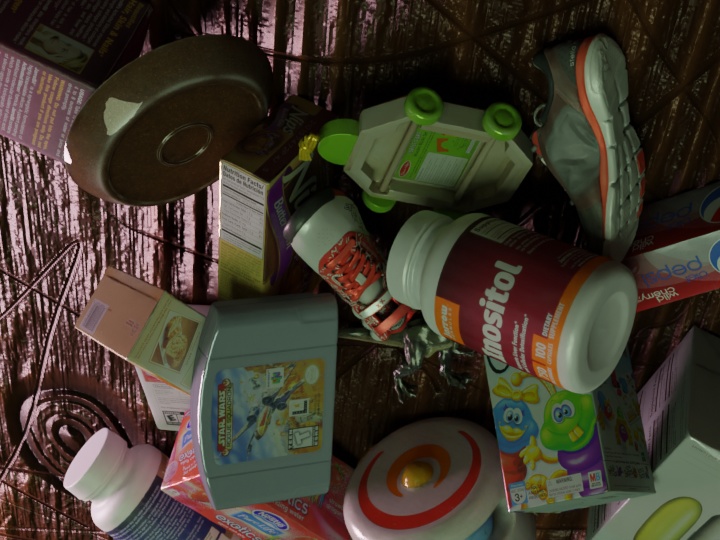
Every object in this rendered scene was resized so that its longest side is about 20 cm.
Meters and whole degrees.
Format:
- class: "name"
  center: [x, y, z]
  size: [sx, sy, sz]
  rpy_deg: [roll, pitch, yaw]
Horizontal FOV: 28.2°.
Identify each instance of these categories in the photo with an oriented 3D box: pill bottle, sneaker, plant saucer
- class: "pill bottle"
  center: [-0.240, 0.272, 1.657]
  size: [0.200, 0.112, 0.111]
  rpy_deg: [40, 131, -19]
- class: "sneaker"
  center: [0.186, -0.100, 1.199]
  size: [0.081, 0.077, 0.202]
  rpy_deg: [3, 113, 32]
- class: "sneaker"
  center: [0.001, -0.001, 1.279]
  size: [0.108, 0.067, 0.201]
  rpy_deg: [48, 178, 18]
- class: "pill bottle"
  center: [0.124, 0.019, 1.214]
  size: [0.198, 0.113, 0.114]
  rpy_deg: [21, 140, 33]
- class: "plant saucer"
  center: [-0.157, -0.119, 1.232]
  size: [0.035, 0.199, 0.201]
  rpy_deg: [57, 139, 24]

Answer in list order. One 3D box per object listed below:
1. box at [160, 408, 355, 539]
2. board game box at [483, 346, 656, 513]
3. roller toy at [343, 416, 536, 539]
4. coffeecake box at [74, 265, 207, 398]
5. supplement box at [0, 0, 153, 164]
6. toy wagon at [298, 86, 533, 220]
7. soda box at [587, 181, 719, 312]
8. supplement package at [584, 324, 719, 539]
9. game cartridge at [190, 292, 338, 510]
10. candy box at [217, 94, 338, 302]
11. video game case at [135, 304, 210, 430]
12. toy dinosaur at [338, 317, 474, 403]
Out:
- class: "box"
  center: [-0.103, 0.229, 1.552]
  size: [0.199, 0.104, 0.094]
  rpy_deg: [37, 139, -29]
- class: "board game box"
  center: [0.183, 0.109, 1.292]
  size: [0.102, 0.203, 0.104]
  rpy_deg: [-17, 162, 31]
- class: "roller toy"
  center: [0.080, 0.248, 1.481]
  size: [0.180, 0.201, 0.141]
  rpy_deg: [-16, 125, 17]
- class: "coffeecake box"
  center: [-0.154, 0.085, 1.374]
  size: [0.199, 0.074, 0.153]
  rpy_deg: [34, 171, -29]
- class: "supplement box"
  center: [-0.299, -0.199, 1.231]
  size: [0.198, 0.132, 0.104]
  rpy_deg: [25, 135, -4]
- class: "toy wagon"
  center: [0.045, -0.102, 1.228]
  size: [0.197, 0.040, 0.156]
  rpy_deg: [10, 150, -11]
- class: "soda box"
  center: [0.296, -0.026, 1.233]
  size: [0.198, 0.070, 0.064]
  rpy_deg: [-19, 125, 31]
- class: "supplement package"
  center: [0.346, 0.199, 1.371]
  size: [0.189, 0.148, 0.201]
  rpy_deg: [25, 133, -5]
- class: "game cartridge"
  center: [-0.088, 0.122, 1.302]
  size: [0.132, 0.041, 0.203]
  rpy_deg: [-8, 114, -25]
- class: "candy box"
  center: [-0.076, -0.044, 1.303]
  size: [0.056, 0.117, 0.201]
  rpy_deg: [26, 137, 18]
- class: "video game case"
  center: [-0.149, 0.109, 1.540]
  size: [0.197, 0.023, 0.184]
  rpy_deg: [3, 132, 17]
- class: "toy dinosaur"
  center: [0.063, 0.082, 1.429]
  size: [0.198, 0.048, 0.089]
  rpy_deg: [-6, 115, 24]
